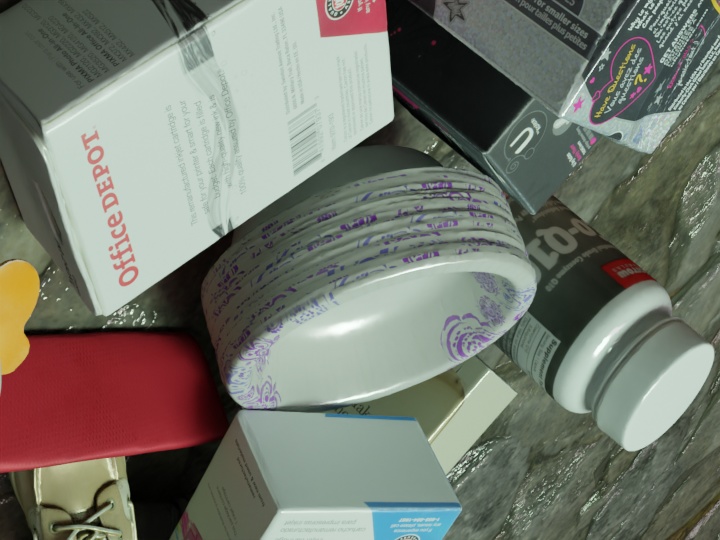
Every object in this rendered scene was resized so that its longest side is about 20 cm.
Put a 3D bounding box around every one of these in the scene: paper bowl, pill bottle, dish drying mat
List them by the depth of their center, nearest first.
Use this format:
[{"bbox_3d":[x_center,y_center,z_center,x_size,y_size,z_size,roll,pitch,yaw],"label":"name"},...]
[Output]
[{"bbox_3d":[-0.157,0.073,0.855,0.018,0.078,0.199,-29,163,34],"label":"dish drying mat"},{"bbox_3d":[0.000,0.000,0.899,0.198,0.106,0.201,-16,156,-7],"label":"paper bowl"},{"bbox_3d":[0.155,0.030,1.085,0.113,0.200,0.115,-33,148,-24],"label":"pill bottle"}]

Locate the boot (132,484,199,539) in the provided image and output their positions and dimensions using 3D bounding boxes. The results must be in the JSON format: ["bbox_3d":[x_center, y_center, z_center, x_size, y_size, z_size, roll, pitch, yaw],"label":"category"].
[{"bbox_3d":[-0.162,0.241,1.043,0.131,0.070,0.201,-2,128,-50],"label":"boot"}]

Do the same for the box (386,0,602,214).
[{"bbox_3d":[0.114,-0.158,0.886,0.201,0.122,0.106,-50,151,2],"label":"box"}]

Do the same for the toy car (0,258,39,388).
[{"bbox_3d":[-0.213,0.068,0.621,0.198,0.185,0.178,-30,148,-7],"label":"toy car"}]

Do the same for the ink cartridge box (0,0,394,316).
[{"bbox_3d":[-0.084,-0.093,0.738,0.199,0.083,0.146,-35,149,-21],"label":"ink cartridge box"}]

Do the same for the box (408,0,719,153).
[{"bbox_3d":[0.091,-0.173,0.759,0.114,0.200,0.133,10,118,-54],"label":"box"}]

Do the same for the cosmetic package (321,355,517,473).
[{"bbox_3d":[0.010,0.127,1.108,0.201,0.103,0.073,-50,150,1],"label":"cosmetic package"}]

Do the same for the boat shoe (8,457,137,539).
[{"bbox_3d":[-0.167,0.158,0.897,0.071,0.065,0.203,-14,118,-26],"label":"boat shoe"}]

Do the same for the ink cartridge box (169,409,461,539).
[{"bbox_3d":[-0.047,0.192,0.961,0.143,0.085,0.201,6,129,-34],"label":"ink cartridge box"}]
